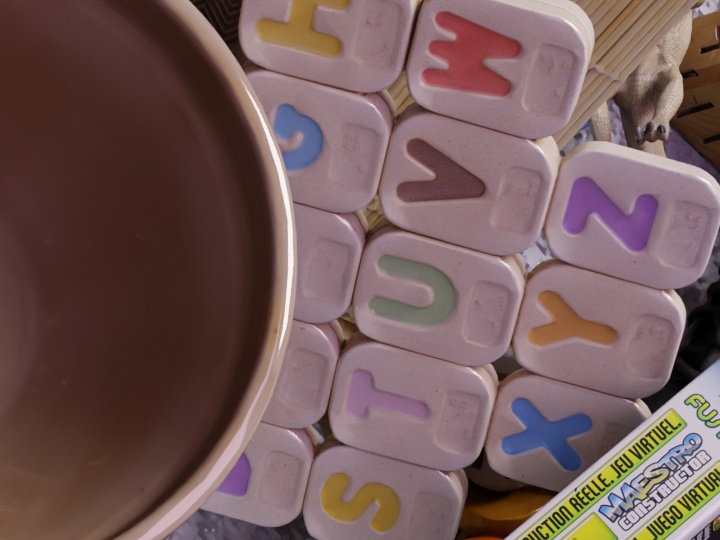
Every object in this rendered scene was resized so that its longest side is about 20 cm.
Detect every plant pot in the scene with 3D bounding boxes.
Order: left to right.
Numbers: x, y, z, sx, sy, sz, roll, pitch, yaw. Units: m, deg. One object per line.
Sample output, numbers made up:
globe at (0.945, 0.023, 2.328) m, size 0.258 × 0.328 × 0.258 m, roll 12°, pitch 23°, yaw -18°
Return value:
plant pot at (-0.124, 0.002, 0.674) m, size 0.200 × 0.093 × 0.202 m, roll 6°, pitch 71°, yaw -17°

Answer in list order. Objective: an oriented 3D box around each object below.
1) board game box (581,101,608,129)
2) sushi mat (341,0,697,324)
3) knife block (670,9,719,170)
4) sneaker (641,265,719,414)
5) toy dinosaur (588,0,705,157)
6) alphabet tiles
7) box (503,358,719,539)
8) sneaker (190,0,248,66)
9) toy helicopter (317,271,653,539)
board game box at (0.004, -0.103, 0.856) m, size 0.200 × 0.039 × 0.159 m, roll -27°, pitch 99°, yaw -32°
sushi mat at (0.023, -0.047, 0.779) m, size 0.095 × 0.200 × 0.012 m, roll 20°, pitch 36°, yaw -32°
knife block at (0.220, -0.087, 0.988) m, size 0.200 × 0.064 × 0.176 m, roll 41°, pitch 61°, yaw -22°
sneaker at (0.153, 0.017, 0.890) m, size 0.200 × 0.071 × 0.098 m, roll -35°, pitch 109°, yaw -6°
toy dinosaur at (0.103, -0.101, 0.865) m, size 0.101 × 0.058 × 0.201 m, roll -29°, pitch 127°, yaw -70°
alphabet tiles at (0.000, 0.000, 0.729) m, size 0.195 × 0.201 × 0.015 m, roll 16°, pitch 33°, yaw 4°
box at (0.095, 0.102, 0.783) m, size 0.110 × 0.200 × 0.035 m, roll -39°, pitch 66°, yaw -10°
sneaker at (-0.002, -0.155, 0.790) m, size 0.108 × 0.070 × 0.201 m, roll -7°, pitch 118°, yaw -69°
toy helicopter at (0.009, 0.034, 0.787) m, size 0.199 × 0.132 × 0.079 m, roll 26°, pitch 43°, yaw -14°
